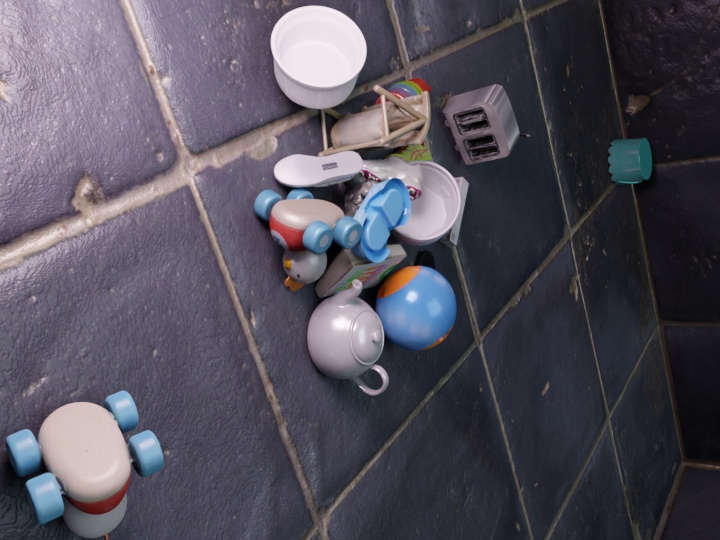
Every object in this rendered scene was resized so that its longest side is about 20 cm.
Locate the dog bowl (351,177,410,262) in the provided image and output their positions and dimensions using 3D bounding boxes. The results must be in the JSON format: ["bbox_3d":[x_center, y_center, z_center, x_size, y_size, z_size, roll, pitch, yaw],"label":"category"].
[{"bbox_3d":[0.039,-0.109,1.512,0.112,0.049,0.202,54,53,-37],"label":"dog bowl"}]

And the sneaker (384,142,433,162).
[{"bbox_3d":[0.117,-0.295,1.801,0.198,0.077,0.093,-12,89,-56],"label":"sneaker"}]

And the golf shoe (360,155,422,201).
[{"bbox_3d":[0.056,-0.234,1.660,0.196,0.075,0.093,18,67,-6],"label":"golf shoe"}]

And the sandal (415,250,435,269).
[{"bbox_3d":[0.180,0.049,1.869,0.075,0.042,0.205,15,76,-49],"label":"sandal"}]

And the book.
[{"bbox_3d":[0.000,0.000,1.594,0.198,0.134,0.049,-11,62,-49],"label":"book"}]

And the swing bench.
[{"bbox_3d":[0.030,-0.331,1.591,0.198,0.196,0.133,-9,95,-49],"label":"swing bench"}]

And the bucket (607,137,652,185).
[{"bbox_3d":[1.175,-0.476,3.045,0.205,0.133,0.213,2,88,-50],"label":"bucket"}]

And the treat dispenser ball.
[{"bbox_3d":[0.134,0.090,1.687,0.199,0.198,0.206,4,84,-50],"label":"treat dispenser ball"}]

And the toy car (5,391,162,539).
[{"bbox_3d":[-0.415,0.326,1.071,0.182,0.176,0.203,-19,135,-35],"label":"toy car"}]

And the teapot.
[{"bbox_3d":[-0.013,0.151,1.550,0.199,0.144,0.202,35,62,-44],"label":"teapot"}]

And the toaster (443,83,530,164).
[{"bbox_3d":[0.351,-0.414,1.989,0.183,0.197,0.119,61,42,-28],"label":"toaster"}]

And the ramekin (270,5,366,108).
[{"bbox_3d":[-0.090,-0.438,1.462,0.195,0.098,0.205,3,67,-8],"label":"ramekin"}]

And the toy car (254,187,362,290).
[{"bbox_3d":[-0.123,-0.041,1.447,0.175,0.183,0.204,-12,126,-49],"label":"toy car"}]

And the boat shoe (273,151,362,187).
[{"bbox_3d":[-0.093,-0.213,1.511,0.196,0.066,0.073,-15,77,-19],"label":"boat shoe"}]

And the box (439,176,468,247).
[{"bbox_3d":[0.266,-0.167,1.992,0.041,0.038,0.204,33,63,-45],"label":"box"}]

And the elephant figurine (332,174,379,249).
[{"bbox_3d":[-0.015,-0.102,1.596,0.142,0.152,0.204,64,45,-73],"label":"elephant figurine"}]

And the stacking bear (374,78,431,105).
[{"bbox_3d":[0.118,-0.428,1.783,0.200,0.119,0.116,-51,132,-50],"label":"stacking bear"}]

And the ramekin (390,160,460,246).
[{"bbox_3d":[0.145,-0.157,1.728,0.105,0.195,0.205,91,8,-76],"label":"ramekin"}]
